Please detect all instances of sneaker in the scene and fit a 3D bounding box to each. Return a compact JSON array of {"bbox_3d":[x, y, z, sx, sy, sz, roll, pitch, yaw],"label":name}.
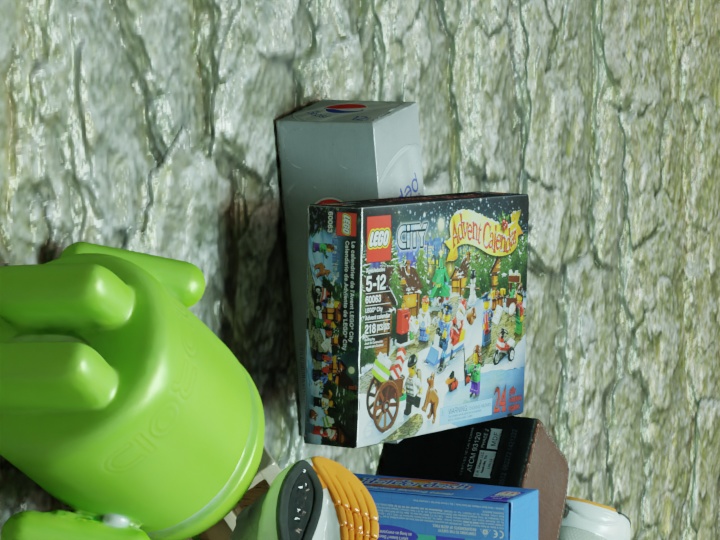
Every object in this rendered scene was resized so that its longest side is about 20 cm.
[{"bbox_3d":[0.123,0.231,1.978,0.200,0.076,0.092,101,8,-57],"label":"sneaker"},{"bbox_3d":[-0.049,0.200,1.509,0.076,0.092,0.200,28,59,-19],"label":"sneaker"}]

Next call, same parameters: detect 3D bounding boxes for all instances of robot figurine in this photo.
[{"bbox_3d":[-0.121,0.067,1.485,0.200,0.116,0.176,48,44,-55],"label":"robot figurine"}]

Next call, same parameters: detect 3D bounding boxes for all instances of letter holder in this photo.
[{"bbox_3d":[0.069,0.209,1.892,0.142,0.100,0.200,52,48,-55],"label":"letter holder"}]

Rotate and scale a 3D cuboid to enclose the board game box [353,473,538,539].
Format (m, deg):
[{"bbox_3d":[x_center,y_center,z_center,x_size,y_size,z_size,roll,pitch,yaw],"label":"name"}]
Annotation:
[{"bbox_3d":[0.030,0.226,1.760,0.045,0.152,0.200,-12,104,-63],"label":"board game box"}]

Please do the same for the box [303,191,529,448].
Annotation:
[{"bbox_3d":[0.035,0.026,1.725,0.200,0.038,0.137,-7,100,-59],"label":"box"}]

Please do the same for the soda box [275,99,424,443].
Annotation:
[{"bbox_3d":[0.000,0.000,1.768,0.063,0.068,0.200,-30,118,-59],"label":"soda box"}]

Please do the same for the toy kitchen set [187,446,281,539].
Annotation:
[{"bbox_3d":[-0.052,0.237,1.607,0.163,0.200,0.180,-35,138,-4],"label":"toy kitchen set"}]
